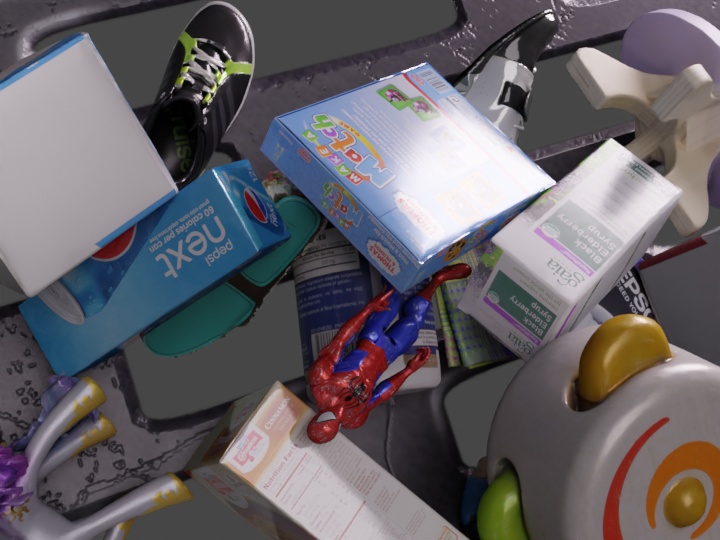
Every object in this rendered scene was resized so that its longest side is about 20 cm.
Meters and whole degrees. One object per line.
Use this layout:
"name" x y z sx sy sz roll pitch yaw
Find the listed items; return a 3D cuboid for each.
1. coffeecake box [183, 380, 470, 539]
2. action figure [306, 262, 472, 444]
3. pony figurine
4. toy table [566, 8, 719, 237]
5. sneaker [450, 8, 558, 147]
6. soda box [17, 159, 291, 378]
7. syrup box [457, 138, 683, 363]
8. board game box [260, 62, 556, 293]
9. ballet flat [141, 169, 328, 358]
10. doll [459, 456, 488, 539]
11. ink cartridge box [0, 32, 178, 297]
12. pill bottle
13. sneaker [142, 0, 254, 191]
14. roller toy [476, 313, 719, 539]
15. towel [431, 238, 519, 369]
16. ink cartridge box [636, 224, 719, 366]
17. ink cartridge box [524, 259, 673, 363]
"coffeecake box" -0.025 0.180 0.862 0.199 0.153 0.073 40 70 -6
"action figure" 0.017 0.047 0.822 0.066 0.051 0.201 55 51 -24
"pony figurine" -0.244 0.172 0.806 0.200 0.166 0.194 -47 109 -27
"toy table" 0.269 -0.129 1.012 0.116 0.185 0.201 -22 61 -33
"sneaker" 0.117 -0.141 1.012 0.089 0.074 0.200 45 80 -5
"soda box" -0.152 0.001 0.841 0.198 0.064 0.068 -32 89 22
"syrup box" 0.170 -0.018 0.917 0.078 0.082 0.199 38 46 16
"board game box" 0.041 -0.078 0.869 0.151 0.037 0.199 45 39 14
"ballet flat" -0.095 -0.007 0.895 0.199 0.064 0.075 -39 118 22
"doll" 0.146 0.208 0.967 0.199 0.048 0.137 -34 91 -20
"ink cartridge box" -0.240 -0.076 0.828 0.128 0.199 0.126 -37 109 -19
"pill bottle" 0.000 0.000 0.925 0.109 0.111 0.204 -4 81 -18
"sneaker" -0.130 -0.131 0.922 0.071 0.083 0.203 22 74 -13
"roller toy" 0.195 0.140 0.820 0.180 0.139 0.203 20 93 -28
"towel" 0.137 0.001 0.980 0.198 0.023 0.146 -7 85 -41
"ink cartridge box" 0.371 0.014 0.994 0.198 0.145 0.147 -19 84 -41
"ink cartridge box" 0.240 0.087 0.990 0.199 0.043 0.200 -32 92 -40
